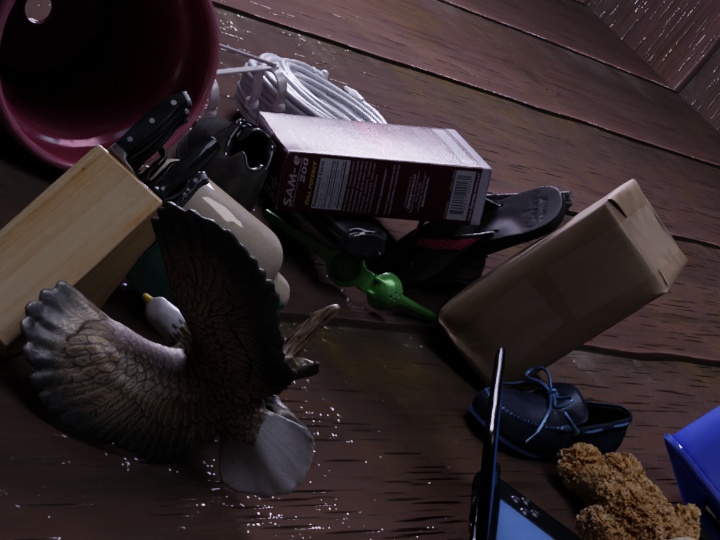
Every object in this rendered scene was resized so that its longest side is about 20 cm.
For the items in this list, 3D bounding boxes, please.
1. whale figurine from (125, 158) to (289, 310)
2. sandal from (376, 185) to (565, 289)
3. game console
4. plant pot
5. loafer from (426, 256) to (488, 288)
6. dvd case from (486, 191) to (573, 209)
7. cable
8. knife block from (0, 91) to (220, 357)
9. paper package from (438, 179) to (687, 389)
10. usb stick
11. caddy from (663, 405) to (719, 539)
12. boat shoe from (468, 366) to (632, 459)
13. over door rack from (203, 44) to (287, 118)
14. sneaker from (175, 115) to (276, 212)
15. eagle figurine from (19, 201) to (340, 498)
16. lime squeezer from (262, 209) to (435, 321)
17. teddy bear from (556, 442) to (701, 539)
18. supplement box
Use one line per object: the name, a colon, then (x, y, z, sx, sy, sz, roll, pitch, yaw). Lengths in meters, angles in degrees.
whale figurine: (-0.130, -0.010, 1.509, 0.159, 0.104, 0.200, 39, -6, 3)
sandal: (0.097, -0.041, 1.811, 0.045, 0.199, 0.075, 46, 34, -38)
game console: (0.140, 0.182, 1.500, 0.176, 0.116, 0.200, 37, 19, -6)
plant pot: (-0.241, -0.200, 1.586, 0.200, 0.200, 0.179, 24, 8, -38)
loafer: (0.098, -0.025, 1.979, 0.072, 0.063, 0.200, 42, 19, 12)
dvd case: (0.110, -0.064, 1.917, 0.199, 0.016, 0.149, -1, -1, 4)
cable: (-0.041, -0.147, 1.963, 0.200, 0.069, 0.200, 19, 21, -49)
knife block: (-0.180, -0.040, 1.319, 0.064, 0.176, 0.200, 40, 19, 8)
paper package: (0.196, 0.014, 1.841, 0.104, 0.200, 0.191, 56, 18, 0)
usb stick: (-0.042, -0.064, 1.794, 0.055, 0.033, 0.200, 4, 24, -35)
caddy: (0.369, 0.225, 1.856, 0.200, 0.105, 0.141, 54, 2, 39)
boat shoe: (0.175, 0.127, 1.765, 0.200, 0.069, 0.084, 13, 31, -52)
over door rack: (-0.170, -0.182, 1.762, 0.147, 0.067, 0.200, -7, 29, -26)
sneaker: (-0.112, -0.098, 1.715, 0.076, 0.091, 0.200, 29, 20, -22)
eagle figurine: (-0.113, 0.056, 1.286, 0.150, 0.152, 0.200, 10, -14, 25)
lime squeezer: (0.000, 0.000, 1.781, 0.200, 0.038, 0.071, 31, 20, -20)
teddy bear: (0.247, 0.219, 1.686, 0.145, 0.067, 0.200, 30, 22, -21)
supplement box: (0.007, -0.094, 1.766, 0.199, 0.061, 0.109, 5, 22, -20)
